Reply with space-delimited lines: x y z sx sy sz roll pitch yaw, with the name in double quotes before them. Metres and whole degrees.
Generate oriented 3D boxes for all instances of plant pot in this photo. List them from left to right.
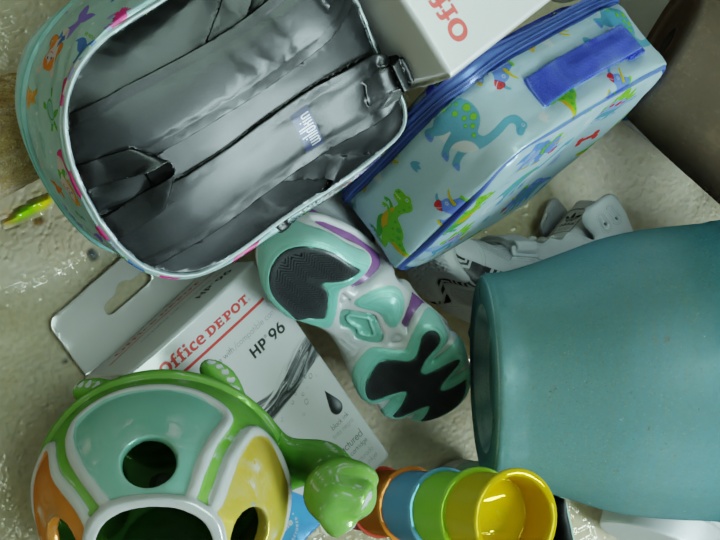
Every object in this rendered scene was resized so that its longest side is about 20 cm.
"plant pot" 0.167 0.065 1.238 0.187 0.200 0.201 -1 87 -4
"plant pot" 0.277 -0.113 1.304 0.174 0.200 0.201 28 72 -8

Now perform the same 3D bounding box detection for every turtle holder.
"turtle holder" -0.096 0.139 1.113 0.185 0.132 0.141 21 105 -9

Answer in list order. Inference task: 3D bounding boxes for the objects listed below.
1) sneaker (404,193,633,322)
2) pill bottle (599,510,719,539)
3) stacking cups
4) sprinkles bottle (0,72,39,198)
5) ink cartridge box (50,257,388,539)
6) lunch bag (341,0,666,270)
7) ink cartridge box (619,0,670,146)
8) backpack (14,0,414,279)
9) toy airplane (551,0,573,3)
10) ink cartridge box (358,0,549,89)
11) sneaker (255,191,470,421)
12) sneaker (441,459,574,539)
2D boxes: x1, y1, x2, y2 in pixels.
"sneaker" 0.117 -0.011 1.351 0.200 0.075 0.115 30 71 -31
"pill bottle" 0.241 0.101 1.395 0.112 0.112 0.201 27 74 -27
"stacking cups" 0.043 0.144 1.221 0.060 0.200 0.061 0 91 -29
"sprinkles bottle" -0.267 -0.045 1.121 0.200 0.068 0.068 -31 103 -29
"ink cartridge box" -0.088 0.076 1.223 0.116 0.068 0.200 -43 108 -26
"lunch bag" 0.093 -0.092 1.224 0.200 0.161 0.083 -32 82 -44
"ink cartridge box" 0.280 -0.147 1.447 0.200 0.086 0.147 34 71 -26
"backpack" -0.097 -0.100 1.121 0.200 0.150 0.178 -41 123 -21
"toy airplane" 0.035 -0.251 1.232 0.199 0.141 0.200 -3 54 -31
"ink cartridge box" 0.069 -0.221 1.142 0.200 0.084 0.146 -40 105 -19
"sneaker" 0.000 0.000 1.265 0.078 0.140 0.200 -30 129 13
"sneaker" 0.086 0.228 1.290 0.073 0.118 0.201 9 84 -32
